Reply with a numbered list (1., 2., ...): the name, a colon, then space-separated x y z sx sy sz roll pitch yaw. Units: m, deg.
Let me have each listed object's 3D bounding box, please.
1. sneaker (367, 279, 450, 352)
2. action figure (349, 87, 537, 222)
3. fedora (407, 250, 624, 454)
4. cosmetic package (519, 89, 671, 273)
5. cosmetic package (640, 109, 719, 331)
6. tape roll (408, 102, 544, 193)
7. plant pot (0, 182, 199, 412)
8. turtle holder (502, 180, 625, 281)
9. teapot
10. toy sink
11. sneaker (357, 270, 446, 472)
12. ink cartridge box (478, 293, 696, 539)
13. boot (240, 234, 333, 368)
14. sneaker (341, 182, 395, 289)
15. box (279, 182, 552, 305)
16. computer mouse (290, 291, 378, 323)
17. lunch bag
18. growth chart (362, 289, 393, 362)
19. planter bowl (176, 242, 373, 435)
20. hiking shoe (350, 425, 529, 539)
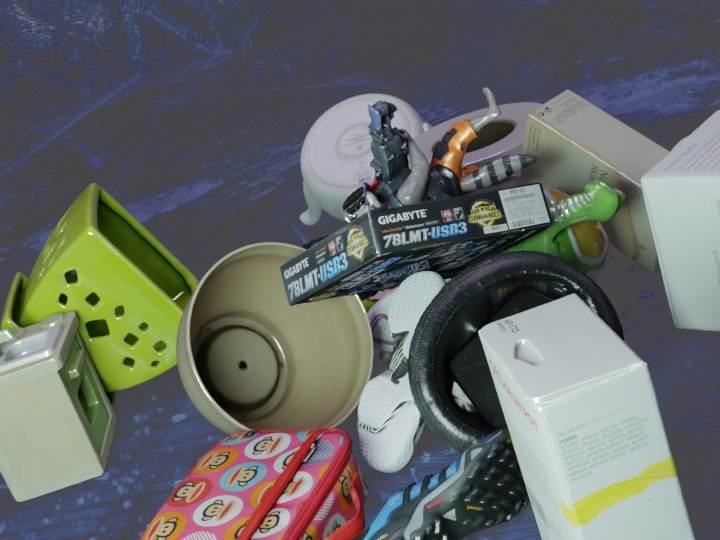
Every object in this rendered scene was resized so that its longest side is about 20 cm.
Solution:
1. sneaker: 0.077 0.037 1.484 0.199 0.075 0.099 -27 8 -29
2. action figure: 0.073 -0.101 1.371 0.193 0.200 0.105 -36 59 -6
3. fedora: 0.140 0.085 1.224 0.200 0.202 0.092 -21 -14 -2
4. cosmetic package: 0.272 -0.099 1.457 0.073 0.104 0.200 -32 53 -28
5. cosmetic package: 0.400 -0.049 1.244 0.199 0.167 0.167 3 30 44
6. tape roll: 0.156 -0.102 1.633 0.202 0.140 0.203 -17 22 7
7. plant pot: -0.314 0.043 1.605 0.181 0.200 0.199 -44 20 6
8. turtle holder: 0.188 -0.031 1.382 0.131 0.186 0.141 -11 37 -30
9. teapot: 0.024 -0.138 1.851 0.199 0.146 0.198 25 72 34
10. toy sink: -0.352 0.123 1.456 0.111 0.201 0.130 -19 20 4
11. sneaker: 0.067 0.111 1.288 0.075 0.115 0.201 -4 60 37
12. ink cartridge box: 0.165 0.137 0.950 0.083 0.201 0.145 -21 21 -4
13. boot: -0.084 0.038 1.604 0.197 0.074 0.163 -21 21 8
14. sneaker: 0.048 -0.027 1.638 0.075 0.081 0.200 -34 42 4
15. box: 0.050 -0.023 1.289 0.198 0.050 0.200 -9 -11 -29
16. computer mouse: 0.000 0.000 1.484 0.199 0.110 0.044 -25 65 -24
17. lunch bag: -0.081 0.218 1.155 0.175 0.082 0.200 -4 27 27
18. growth chart: -0.038 0.053 1.508 0.199 0.018 0.145 6 35 8
19. planter bowl: -0.104 0.088 1.368 0.200 0.201 0.135 -33 -1 -31
20. hiking shoe: 0.067 0.186 1.095 0.200 0.075 0.086 -35 26 -33
